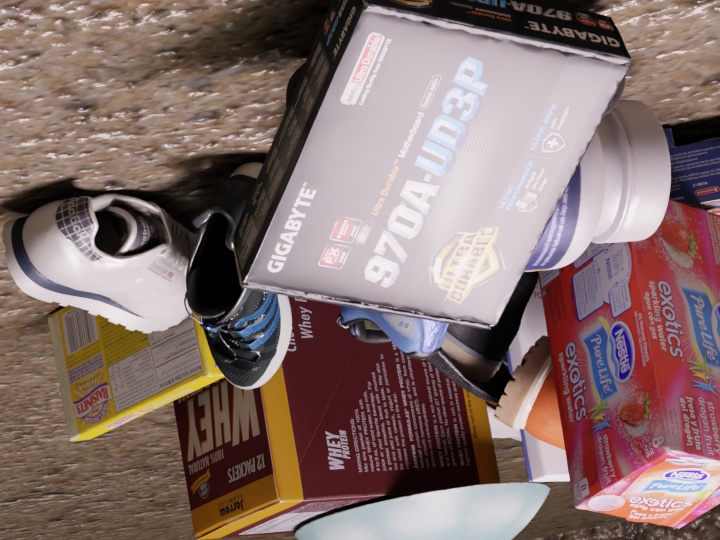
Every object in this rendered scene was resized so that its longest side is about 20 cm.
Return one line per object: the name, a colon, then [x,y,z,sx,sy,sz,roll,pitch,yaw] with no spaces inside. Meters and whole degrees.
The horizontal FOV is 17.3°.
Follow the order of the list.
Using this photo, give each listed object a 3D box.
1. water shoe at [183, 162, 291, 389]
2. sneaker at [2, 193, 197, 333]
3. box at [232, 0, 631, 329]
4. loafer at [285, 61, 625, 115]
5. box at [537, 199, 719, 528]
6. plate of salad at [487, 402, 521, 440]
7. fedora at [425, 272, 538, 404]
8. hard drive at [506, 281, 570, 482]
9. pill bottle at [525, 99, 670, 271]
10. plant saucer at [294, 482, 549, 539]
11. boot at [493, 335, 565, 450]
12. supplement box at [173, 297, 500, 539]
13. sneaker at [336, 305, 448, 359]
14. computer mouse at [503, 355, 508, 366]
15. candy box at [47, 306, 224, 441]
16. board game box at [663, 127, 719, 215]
water shoe: [-0.092,0.014,1.585,0.079,0.071,0.200,-39,150,-37]
sneaker: [-0.149,-0.010,1.602,0.080,0.076,0.200,-30,160,29]
box: [0.036,-0.065,1.299,0.159,0.046,0.200,10,127,-21]
loafer: [0.052,-0.114,1.353,0.200,0.073,0.071,-4,-165,-10]
box: [0.193,0.059,1.576,0.095,0.200,0.100,14,145,-32]
plate of salad: [0.062,0.091,2.045,0.200,0.048,0.200,28,173,4]
fedora: [0.071,0.006,1.699,0.092,0.201,0.201,-45,157,11]
hard drive: [0.164,0.061,1.810,0.132,0.200,0.025,3,161,-41]
pill bottle: [0.083,-0.057,1.459,0.200,0.120,0.120,-3,165,-21]
plant saucer: [0.051,0.203,1.816,0.201,0.039,0.201,-10,166,-3]
boot: [0.182,0.075,1.697,0.200,0.107,0.075,-46,158,-52]
supplement box: [-0.026,0.091,1.808,0.200,0.198,0.133,-1,164,-33]
sneaker: [0.000,0.000,1.567,0.078,0.089,0.200,-3,-156,-25]
computer mouse: [0.107,0.038,1.931,0.110,0.044,0.200,32,163,9]
candy box: [-0.169,0.055,1.771,0.026,0.102,0.200,-4,166,-39]
board game box: [0.229,-0.048,1.710,0.200,0.062,0.200,-11,166,6]
